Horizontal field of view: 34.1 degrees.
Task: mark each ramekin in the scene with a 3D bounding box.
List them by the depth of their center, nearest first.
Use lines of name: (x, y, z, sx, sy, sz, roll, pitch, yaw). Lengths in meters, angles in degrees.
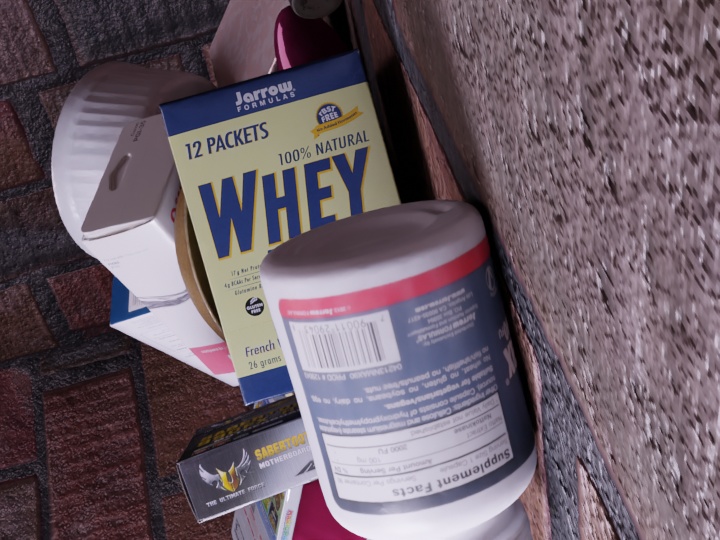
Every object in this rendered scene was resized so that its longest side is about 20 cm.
ramekin: (-0.201, -0.105, 1.158, 0.200, 0.097, 0.201, -20, -68, -62)

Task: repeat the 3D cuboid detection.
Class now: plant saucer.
plant saucer: (-0.099, -0.016, 0.986, 0.200, 0.035, 0.201, 34, -130, -53)

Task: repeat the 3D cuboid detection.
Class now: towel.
towel: (-0.085, -0.235, 1.102, 0.191, 0.032, 0.200, -61, 30, 30)

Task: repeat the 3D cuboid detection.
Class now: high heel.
high heel: (-0.018, -0.121, 0.977, 0.200, 0.067, 0.096, 61, -169, -27)

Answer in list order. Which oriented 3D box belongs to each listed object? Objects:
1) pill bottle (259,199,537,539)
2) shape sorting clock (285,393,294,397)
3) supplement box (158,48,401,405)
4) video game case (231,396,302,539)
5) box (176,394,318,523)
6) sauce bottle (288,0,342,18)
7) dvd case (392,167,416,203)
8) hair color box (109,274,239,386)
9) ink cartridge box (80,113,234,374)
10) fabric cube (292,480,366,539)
pill bottle: (0.028, 0.074, 0.621, 0.120, 0.119, 0.201, -118, 13, -76)
shape sorting clock: (-0.030, 0.112, 1.198, 0.200, 0.039, 0.200, 46, -160, -23)
supplement box: (-0.042, -0.033, 0.835, 0.200, 0.134, 0.200, -129, 23, -85)
video game case: (-0.092, 0.222, 1.168, 0.143, 0.018, 0.200, -125, 42, -59)
box: (-0.035, 0.123, 0.909, 0.158, 0.200, 0.048, -149, 39, -87)
sauce bottle: (-0.058, -0.282, 0.910, 0.066, 0.066, 0.200, 80, 176, -59)
dvd case: (0.054, 0.039, 0.909, 0.200, 0.017, 0.143, 78, 176, -46)
hair color box: (-0.149, 0.051, 1.188, 0.200, 0.100, 0.061, 36, -135, -50)
ink cartridge box: (-0.139, -0.025, 1.045, 0.200, 0.083, 0.147, 52, -143, -39)
fabric cube: (0.004, 0.270, 1.298, 0.196, 0.199, 0.200, 77, 176, -46)
